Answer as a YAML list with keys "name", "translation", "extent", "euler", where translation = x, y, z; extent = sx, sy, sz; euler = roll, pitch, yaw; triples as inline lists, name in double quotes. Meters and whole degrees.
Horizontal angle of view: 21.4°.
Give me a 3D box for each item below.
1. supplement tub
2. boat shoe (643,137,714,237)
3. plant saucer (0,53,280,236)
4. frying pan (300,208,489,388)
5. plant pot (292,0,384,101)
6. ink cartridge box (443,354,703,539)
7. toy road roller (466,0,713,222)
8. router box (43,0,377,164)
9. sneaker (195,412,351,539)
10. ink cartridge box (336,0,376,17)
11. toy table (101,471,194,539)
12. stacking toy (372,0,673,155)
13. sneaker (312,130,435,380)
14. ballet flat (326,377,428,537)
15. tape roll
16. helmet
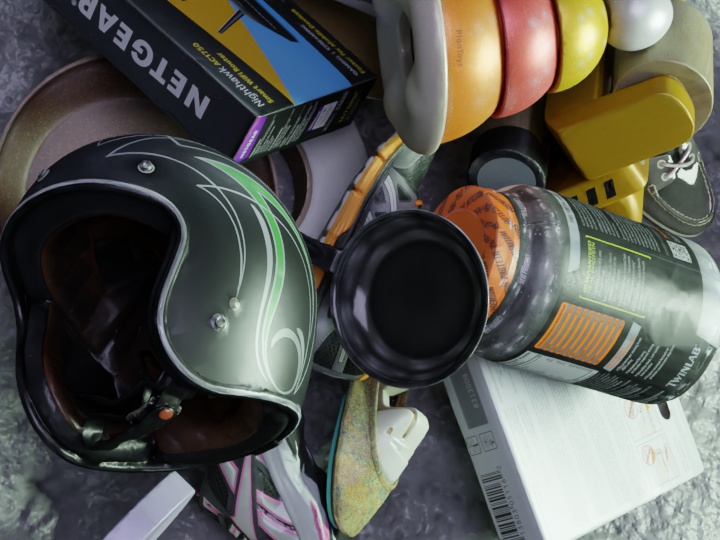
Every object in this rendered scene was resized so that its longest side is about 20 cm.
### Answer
- name: "supplement tub"
  translation: [0.143, 0.014, 1.313]
  extent: [0.199, 0.122, 0.124]
  euler: [18, 74, -30]
- name: "boat shoe"
  translation: [0.213, -0.114, 1.461]
  extent: [0.067, 0.057, 0.201]
  euler: [-35, 91, -20]
- name: "plant saucer"
  translation: [-0.155, -0.048, 1.304]
  extent: [0.199, 0.037, 0.202]
  euler: [3, 78, -16]
- name: "frying pan"
  translation: [0.001, 0.018, 1.250]
  extent: [0.031, 0.189, 0.116]
  euler: [3, 89, -62]
- name: "plant pot"
  translation: [0.012, -0.213, 1.419]
  extent: [0.198, 0.027, 0.202]
  euler: [7, 69, -18]
- name: "ink cartridge box"
  translation: [0.157, 0.106, 1.404]
  extent: [0.199, 0.047, 0.161]
  euler: [-17, 85, -45]
- name: "toy road roller"
  translation: [0.181, -0.092, 1.383]
  extent: [0.146, 0.199, 0.123]
  euler: [50, 32, -29]
- name: "router box"
  translation: [-0.106, -0.163, 1.300]
  extent: [0.200, 0.051, 0.149]
  euler: [42, 33, 16]
- name: "sneaker"
  translation: [-0.067, 0.159, 1.320]
  extent: [0.086, 0.080, 0.202]
  euler: [-18, 95, 13]
- name: "ink cartridge box"
  translation: [0.047, -0.254, 1.373]
  extent: [0.199, 0.086, 0.147]
  euler: [20, 55, -10]
- name: "toy table"
  translation: [-0.148, 0.242, 1.221]
  extent: [0.117, 0.184, 0.200]
  euler: [44, 107, 4]
- name: "stacking toy"
  translation: [0.115, -0.158, 1.278]
  extent: [0.198, 0.146, 0.147]
  euler: [-6, 81, -10]
- name: "sneaker"
  translation: [0.008, -0.013, 1.323]
  extent: [0.077, 0.078, 0.201]
  euler: [29, 75, -1]
- name: "ballet flat"
  translation: [0.020, 0.087, 1.334]
  extent: [0.070, 0.071, 0.201]
  euler: [15, 62, -14]
- name: "tape roll"
  translation: [-0.090, -0.060, 1.365]
  extent: [0.201, 0.037, 0.205]
  euler: [4, 78, -17]
- name: "helmet"
  translation: [-0.123, 0.013, 1.184]
  extent: [0.198, 0.200, 0.192]
  euler: [-3, 67, -18]
